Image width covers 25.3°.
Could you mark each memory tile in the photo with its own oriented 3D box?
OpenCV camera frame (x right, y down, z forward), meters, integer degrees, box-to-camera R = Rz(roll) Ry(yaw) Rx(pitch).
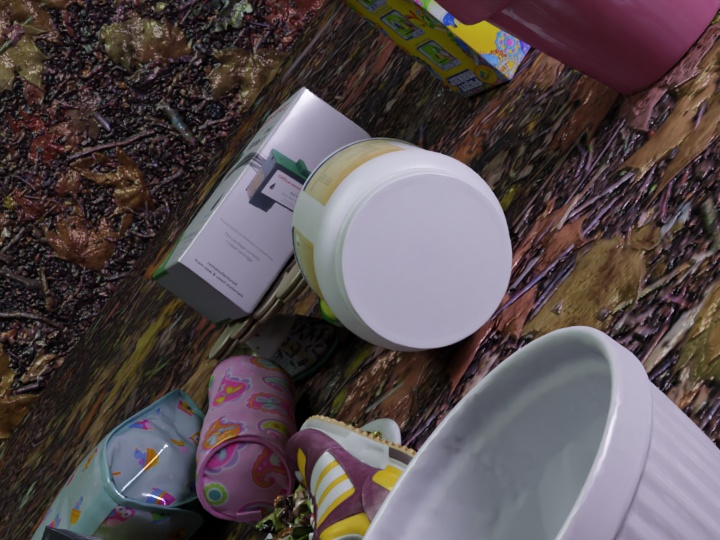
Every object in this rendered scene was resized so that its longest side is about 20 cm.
[{"bbox_3d":[-0.064,-0.001,1.444,0.200,0.017,0.154,-41,16,54],"label":"memory tile"}]

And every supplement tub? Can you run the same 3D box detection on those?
[{"bbox_3d":[0.029,-0.020,1.189,0.145,0.144,0.200,-53,13,1],"label":"supplement tub"}]

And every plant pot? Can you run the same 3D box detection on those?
[{"bbox_3d":[0.166,-0.234,1.171,0.200,0.178,0.200,-50,13,16],"label":"plant pot"}]

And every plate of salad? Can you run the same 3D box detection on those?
[{"bbox_3d":[-0.041,0.183,1.131,0.200,0.048,0.200,-51,13,16],"label":"plate of salad"}]

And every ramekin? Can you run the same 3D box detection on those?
[{"bbox_3d":[0.081,0.135,0.693,0.200,0.105,0.200,-49,14,16],"label":"ramekin"}]

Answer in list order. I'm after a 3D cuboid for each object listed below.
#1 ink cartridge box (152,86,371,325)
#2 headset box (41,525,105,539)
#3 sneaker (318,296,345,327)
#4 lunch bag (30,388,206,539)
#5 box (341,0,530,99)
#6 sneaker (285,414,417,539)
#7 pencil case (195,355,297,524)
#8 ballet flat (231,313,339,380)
[{"bbox_3d":[-0.091,-0.056,1.467,0.201,0.084,0.146,-56,10,-15],"label":"ink cartridge box"},{"bbox_3d":[-0.105,0.219,0.946,0.200,0.173,0.094,167,119,-70],"label":"headset box"},{"bbox_3d":[0.000,0.000,1.431,0.084,0.074,0.200,-61,5,30],"label":"sneaker"},{"bbox_3d":[-0.214,0.219,1.429,0.171,0.122,0.200,-48,-3,23],"label":"lunch bag"},{"bbox_3d":[0.103,-0.312,1.567,0.201,0.192,0.122,-56,13,-14],"label":"box"},{"bbox_3d":[-0.009,0.151,0.996,0.090,0.075,0.200,-55,21,-15],"label":"sneaker"},{"bbox_3d":[-0.094,0.141,1.362,0.088,0.087,0.200,-51,12,11],"label":"pencil case"},{"bbox_3d":[-0.088,0.074,1.532,0.072,0.072,0.200,-59,14,-22],"label":"ballet flat"}]
